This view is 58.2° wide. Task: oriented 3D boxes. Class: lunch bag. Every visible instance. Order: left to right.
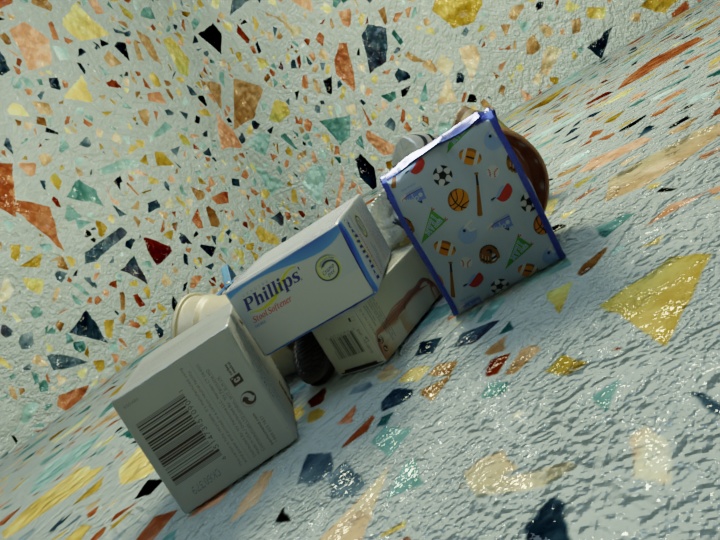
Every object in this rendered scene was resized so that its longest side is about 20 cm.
[{"bbox_3d":[0.139,-0.080,0.824,0.167,0.202,0.125,-30,22,14],"label":"lunch bag"}]

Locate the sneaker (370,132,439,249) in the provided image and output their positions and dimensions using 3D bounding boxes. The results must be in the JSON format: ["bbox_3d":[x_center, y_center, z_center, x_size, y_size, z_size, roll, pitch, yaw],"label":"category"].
[{"bbox_3d":[0.093,-0.122,0.981,0.127,0.079,0.203,-18,-43,-35],"label":"sneaker"}]

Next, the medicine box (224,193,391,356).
[{"bbox_3d":[-0.063,0.000,0.896,0.179,0.104,0.200,-30,11,16],"label":"medicine box"}]

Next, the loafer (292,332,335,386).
[{"bbox_3d":[-0.053,0.103,0.979,0.072,0.072,0.202,-28,30,17],"label":"loafer"}]

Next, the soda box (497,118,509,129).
[{"bbox_3d":[0.225,-0.177,1.194,0.063,0.068,0.202,-34,-22,-25],"label":"soda box"}]

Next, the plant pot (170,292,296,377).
[{"bbox_3d":[-0.176,0.112,1.051,0.179,0.206,0.201,-16,14,16],"label":"plant pot"}]

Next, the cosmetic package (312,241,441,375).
[{"bbox_3d":[0.031,0.049,0.925,0.102,0.088,0.200,-24,14,44],"label":"cosmetic package"}]

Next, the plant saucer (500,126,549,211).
[{"bbox_3d":[0.166,-0.103,0.906,0.197,0.202,0.033,-30,30,11],"label":"plant saucer"}]

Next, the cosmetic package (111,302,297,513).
[{"bbox_3d":[-0.193,0.165,0.846,0.163,0.168,0.200,-32,11,-4],"label":"cosmetic package"}]

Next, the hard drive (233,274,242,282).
[{"bbox_3d":[-0.109,0.007,1.144,0.129,0.026,0.198,-11,-3,33],"label":"hard drive"}]

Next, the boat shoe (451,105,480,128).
[{"bbox_3d":[0.191,-0.229,1.233,0.075,0.072,0.202,-30,-24,-31],"label":"boat shoe"}]

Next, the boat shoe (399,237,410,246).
[{"bbox_3d":[0.121,-0.107,1.151,0.200,0.073,0.067,-47,-19,-44],"label":"boat shoe"}]

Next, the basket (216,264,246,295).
[{"bbox_3d":[-0.226,0.084,1.315,0.137,0.178,0.200,-34,21,2],"label":"basket"}]

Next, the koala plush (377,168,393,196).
[{"bbox_3d":[0.127,-0.124,1.360,0.176,0.182,0.203,-34,26,46],"label":"koala plush"}]

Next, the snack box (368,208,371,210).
[{"bbox_3d":[0.000,0.000,1.083,0.115,0.037,0.205,-23,51,44],"label":"snack box"}]
